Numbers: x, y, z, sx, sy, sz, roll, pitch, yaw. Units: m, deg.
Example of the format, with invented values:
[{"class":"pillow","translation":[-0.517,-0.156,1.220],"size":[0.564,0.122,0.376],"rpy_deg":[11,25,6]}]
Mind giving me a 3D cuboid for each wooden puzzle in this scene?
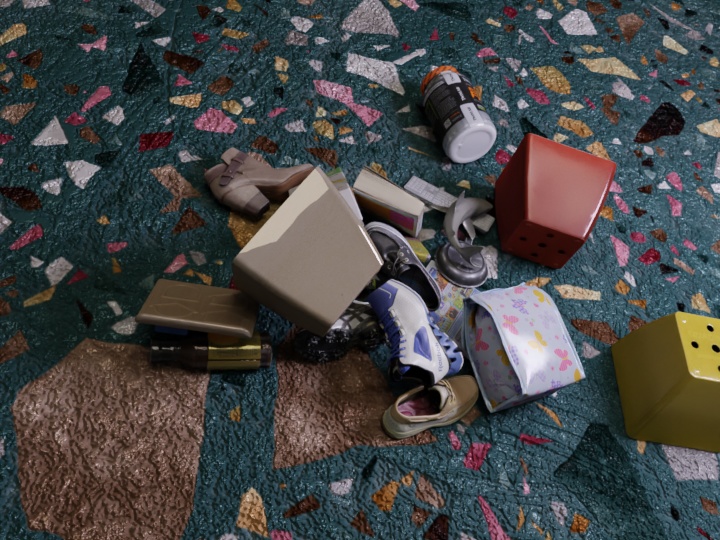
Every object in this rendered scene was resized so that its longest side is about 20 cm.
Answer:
[{"class":"wooden puzzle","translation":[-0.260,0.071,1.342],"size":[0.181,0.047,0.200],"rpy_deg":[9,16,-4]}]

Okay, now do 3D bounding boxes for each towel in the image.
[{"class":"towel","translation":[0.037,-0.061,1.559],"size":[0.196,0.023,0.144],"rpy_deg":[16,13,-7]}]

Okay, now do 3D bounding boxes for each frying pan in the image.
[{"class":"frying pan","translation":[0.223,-0.035,1.631],"size":[0.114,0.031,0.190],"rpy_deg":[39,49,13]}]

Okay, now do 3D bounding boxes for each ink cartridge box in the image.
[{"class":"ink cartridge box","translation":[-0.065,-0.116,1.498],"size":[0.115,0.068,0.201],"rpy_deg":[-24,22,1]}]

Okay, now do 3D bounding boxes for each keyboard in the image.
[{"class":"keyboard","translation":[0.186,-0.140,1.708],"size":[0.197,0.011,0.056],"rpy_deg":[29,48,11]}]

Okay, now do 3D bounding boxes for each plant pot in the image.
[{"class":"plant pot","translation":[0.602,0.190,1.496],"size":[0.195,0.178,0.203],"rpy_deg":[10,52,-9]},{"class":"plant pot","translation":[-0.076,-0.008,1.311],"size":[0.177,0.200,0.200],"rpy_deg":[41,76,1]},{"class":"plant pot","translation":[0.381,-0.124,1.665],"size":[0.196,0.201,0.179],"rpy_deg":[18,63,-3]}]

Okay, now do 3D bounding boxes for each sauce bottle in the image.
[{"class":"sauce bottle","translation":[-0.245,0.130,1.344],"size":[0.195,0.065,0.066],"rpy_deg":[3,53,-17]}]

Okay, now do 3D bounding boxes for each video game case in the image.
[{"class":"video game case","translation":[0.184,0.081,1.548],"size":[0.198,0.018,0.144],"rpy_deg":[34,52,9]}]

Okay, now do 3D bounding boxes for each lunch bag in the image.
[{"class":"lunch bag","translation":[0.277,0.129,1.451],"size":[0.167,0.127,0.204],"rpy_deg":[-9,71,-35]}]

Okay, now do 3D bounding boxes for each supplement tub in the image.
[{"class":"supplement tub","translation":[0.211,-0.350,1.813],"size":[0.120,0.123,0.203],"rpy_deg":[-8,57,-23]}]

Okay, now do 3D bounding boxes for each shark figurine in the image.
[{"class":"shark figurine","translation":[0.198,-0.106,1.607],"size":[0.126,0.091,0.216],"rpy_deg":[18,39,2]}]

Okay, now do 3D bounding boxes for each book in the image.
[{"class":"book","translation":[0.056,-0.120,1.549],"size":[0.132,0.200,0.049],"rpy_deg":[29,83,6]}]

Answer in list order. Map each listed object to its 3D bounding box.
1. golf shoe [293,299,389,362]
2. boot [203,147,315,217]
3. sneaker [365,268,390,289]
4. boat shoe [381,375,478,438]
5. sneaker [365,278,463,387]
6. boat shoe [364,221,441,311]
[{"class":"golf shoe","translation":[-0.036,0.099,1.436],"size":[0.196,0.079,0.095],"rpy_deg":[-6,47,-31]},{"class":"boot","translation":[-0.202,-0.190,1.597],"size":[0.146,0.071,0.199],"rpy_deg":[39,52,16]},{"class":"sneaker","translation":[0.000,0.000,1.521],"size":[0.197,0.077,0.076],"rpy_deg":[20,41,-27]},{"class":"boat shoe","translation":[0.129,0.224,1.390],"size":[0.197,0.067,0.075],"rpy_deg":[-21,62,-30]},{"class":"sneaker","translation":[0.075,0.118,1.367],"size":[0.200,0.081,0.115],"rpy_deg":[48,49,6]},{"class":"boat shoe","translation":[0.076,-0.002,1.467],"size":[0.201,0.069,0.066],"rpy_deg":[51,7,-13]}]
